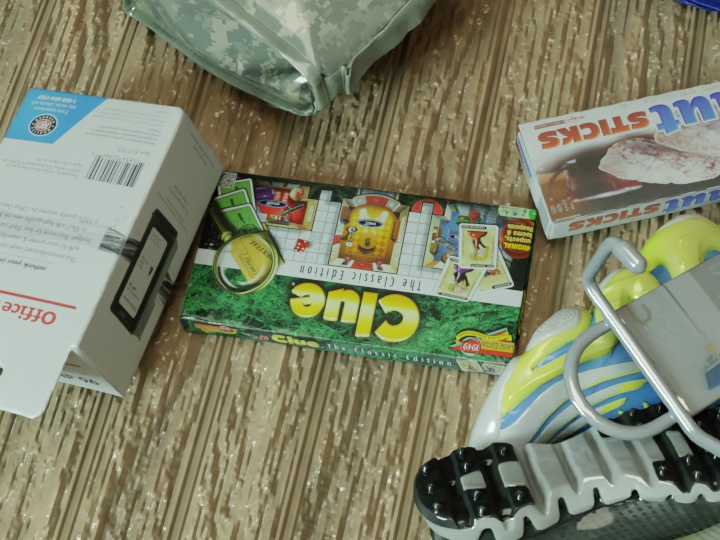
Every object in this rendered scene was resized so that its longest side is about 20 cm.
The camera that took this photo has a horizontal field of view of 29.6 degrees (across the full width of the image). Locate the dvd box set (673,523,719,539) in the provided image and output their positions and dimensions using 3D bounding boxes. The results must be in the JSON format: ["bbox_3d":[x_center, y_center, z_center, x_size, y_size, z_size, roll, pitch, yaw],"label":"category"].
[{"bbox_3d":[0.192,0.165,0.657,0.200,0.146,0.029,-34,109,-12],"label":"dvd box set"}]

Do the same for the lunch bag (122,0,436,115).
[{"bbox_3d":[-0.039,-0.196,0.862,0.200,0.118,0.164,36,71,25],"label":"lunch bag"}]

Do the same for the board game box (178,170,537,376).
[{"bbox_3d":[0.000,0.000,0.814,0.199,0.023,0.105,7,66,9],"label":"board game box"}]

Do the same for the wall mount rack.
[{"bbox_3d":[0.209,0.037,0.683,0.199,0.075,0.174,-26,71,-24],"label":"wall mount rack"}]

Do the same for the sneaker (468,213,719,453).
[{"bbox_3d":[0.154,0.057,0.740,0.200,0.076,0.105,-42,68,-16],"label":"sneaker"}]

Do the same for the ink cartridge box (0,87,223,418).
[{"bbox_3d":[-0.175,-0.002,0.795,0.116,0.068,0.201,10,64,24],"label":"ink cartridge box"}]

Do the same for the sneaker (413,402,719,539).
[{"bbox_3d":[0.128,0.126,0.707,0.199,0.091,0.067,-9,36,-4],"label":"sneaker"}]

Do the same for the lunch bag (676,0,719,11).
[{"bbox_3d":[0.253,-0.241,0.880,0.199,0.094,0.151,18,69,24],"label":"lunch bag"}]

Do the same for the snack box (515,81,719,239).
[{"bbox_3d":[0.199,-0.074,0.824,0.199,0.024,0.072,-12,63,-5],"label":"snack box"}]
